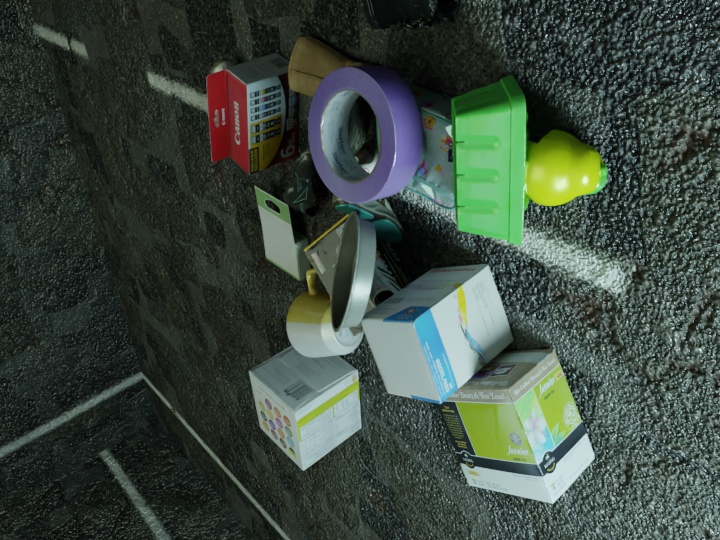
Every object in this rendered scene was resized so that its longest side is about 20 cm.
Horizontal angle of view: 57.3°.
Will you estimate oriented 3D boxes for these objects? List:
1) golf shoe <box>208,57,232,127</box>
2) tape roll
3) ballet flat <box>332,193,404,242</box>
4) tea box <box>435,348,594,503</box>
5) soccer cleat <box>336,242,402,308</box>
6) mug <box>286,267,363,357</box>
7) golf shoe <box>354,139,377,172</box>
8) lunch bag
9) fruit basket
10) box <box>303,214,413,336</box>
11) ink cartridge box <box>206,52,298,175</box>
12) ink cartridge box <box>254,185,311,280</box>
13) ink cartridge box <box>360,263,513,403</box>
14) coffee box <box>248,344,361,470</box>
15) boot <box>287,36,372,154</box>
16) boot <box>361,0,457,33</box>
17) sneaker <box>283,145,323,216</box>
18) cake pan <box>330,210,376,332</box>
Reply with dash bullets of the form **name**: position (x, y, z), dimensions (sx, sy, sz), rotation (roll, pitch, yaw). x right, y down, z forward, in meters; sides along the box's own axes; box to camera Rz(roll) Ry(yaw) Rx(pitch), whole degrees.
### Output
- **golf shoe**: position (-0.291, -0.385, 1.494), dimensions (0.092, 0.072, 0.202), rotation (40, 151, 22)
- **tape roll**: position (0.004, -0.212, 1.029), dimensions (0.197, 0.065, 0.207), rotation (18, 115, 41)
- **ballet flat**: position (0.023, -0.112, 1.186), dimensions (0.066, 0.198, 0.066), rotation (-6, 69, 35)
- **tea box**: position (0.250, 0.252, 1.106), dimensions (0.198, 0.132, 0.201), rotation (-12, 104, 56)
- **soccer cleat**: position (0.026, 0.021, 1.210), dimensions (0.069, 0.085, 0.201), rotation (-43, 82, 14)
- **mug**: position (-0.076, 0.108, 1.441), dimensions (0.188, 0.150, 0.152), rotation (52, 154, -22)
- **golf shoe**: position (-0.024, -0.199, 1.224), dimensions (0.198, 0.087, 0.079), rotation (5, 119, 55)
- **lunch bag**: position (0.110, -0.192, 1.043), dimensions (0.198, 0.076, 0.164), rotation (34, 138, 37)
- **fruit basket**: position (0.223, -0.147, 0.891), dimensions (0.208, 0.157, 0.222), rotation (2, 118, 4)
- **box**: position (0.000, 0.000, 1.297), dimensions (0.158, 0.049, 0.203), rotation (-34, 83, 24)
- **ink cartridge box**: position (-0.215, -0.310, 1.335), dimensions (0.083, 0.173, 0.204), rotation (38, 141, 31)
- **ink cartridge box**: position (-0.183, -0.094, 1.561), dimensions (0.144, 0.047, 0.205), rotation (30, 135, 41)
- **ink cartridge box**: position (0.130, 0.099, 1.108), dimensions (0.146, 0.198, 0.148), rotation (-4, 113, 54)
- **coffee box**: position (-0.134, 0.326, 1.650), dimensions (0.198, 0.197, 0.203), rotation (30, 137, 40)
- **boot**: position (-0.061, -0.311, 1.187), dimensions (0.198, 0.065, 0.180), rotation (31, 105, 38)
- **boot**: position (0.054, -0.444, 0.948), dimensions (0.161, 0.073, 0.203), rotation (17, 133, 52)
- **sneaker**: position (-0.105, -0.187, 1.378), dimensions (0.079, 0.075, 0.201), rotation (42, 151, 8)
- **cake pan**: position (-0.013, 0.004, 1.111), dimensions (0.200, 0.036, 0.207), rotation (-171, 89, -79)
